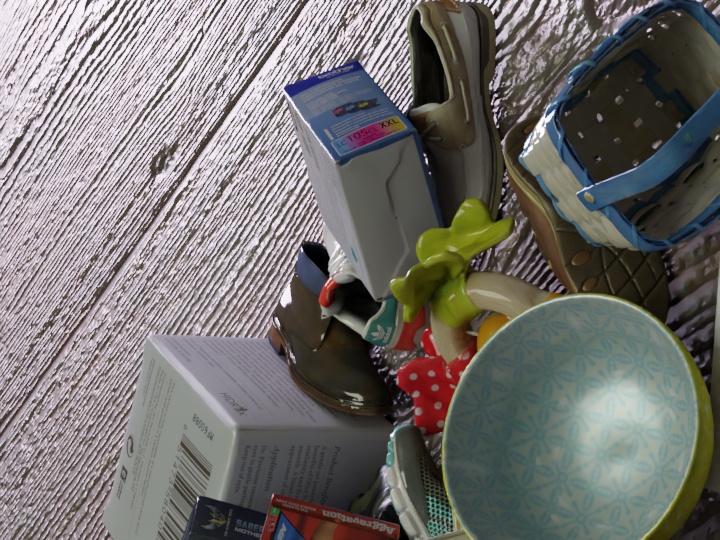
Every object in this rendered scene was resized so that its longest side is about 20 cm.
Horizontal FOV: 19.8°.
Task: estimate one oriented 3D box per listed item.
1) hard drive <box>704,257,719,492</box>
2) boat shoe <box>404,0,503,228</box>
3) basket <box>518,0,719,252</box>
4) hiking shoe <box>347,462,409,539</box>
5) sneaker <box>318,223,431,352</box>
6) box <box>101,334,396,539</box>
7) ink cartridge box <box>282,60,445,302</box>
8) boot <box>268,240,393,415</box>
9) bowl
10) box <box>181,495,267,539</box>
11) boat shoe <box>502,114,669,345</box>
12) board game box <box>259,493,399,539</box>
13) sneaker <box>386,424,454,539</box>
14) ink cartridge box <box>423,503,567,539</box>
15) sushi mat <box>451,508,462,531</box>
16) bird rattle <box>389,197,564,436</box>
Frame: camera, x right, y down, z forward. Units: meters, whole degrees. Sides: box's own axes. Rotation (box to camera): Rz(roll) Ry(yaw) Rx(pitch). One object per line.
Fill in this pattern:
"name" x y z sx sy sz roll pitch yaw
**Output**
"hard drive" 0.284 0.054 1.363 0.132 0.027 0.201 6 94 58
"boat shoe" 0.069 -0.122 1.680 0.075 0.068 0.201 -13 77 54
"basket" 0.209 -0.101 1.360 0.139 0.176 0.200 48 161 -1
"hiking shoe" 0.019 0.241 1.746 0.101 0.075 0.200 -93 21 -53
"sneaker" 0.000 0.001 1.757 0.200 0.093 0.071 53 130 45
"box" -0.101 0.184 1.831 0.200 0.171 0.200 41 121 52
"ink cartridge box" 0.000 -0.084 1.710 0.200 0.076 0.137 -127 18 -59
"boot" -0.023 0.051 1.809 0.200 0.074 0.097 40 124 54
"bowl" 0.167 0.125 1.438 0.200 0.108 0.201 -13 66 31
"box" -0.088 0.290 1.697 0.051 0.157 0.200 -82 10 -56
"boat shoe" 0.169 -0.023 1.527 0.068 0.072 0.200 82 162 -61
"board game box" -0.043 0.268 1.635 0.019 0.103 0.200 -83 8 -56
"sneaker" 0.086 0.206 1.605 0.078 0.091 0.201 44 -158 -75
"ink cartridge box" 0.107 0.285 1.480 0.088 0.145 0.201 121 134 -70
"sushi mat" 0.119 0.215 1.559 0.012 0.095 0.201 112 154 -76
"bird rattle" 0.096 0.059 1.573 0.163 0.113 0.201 17 130 31
